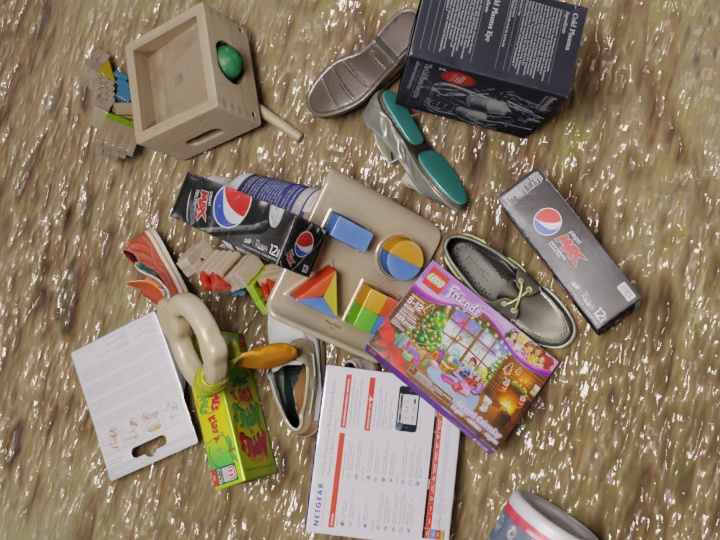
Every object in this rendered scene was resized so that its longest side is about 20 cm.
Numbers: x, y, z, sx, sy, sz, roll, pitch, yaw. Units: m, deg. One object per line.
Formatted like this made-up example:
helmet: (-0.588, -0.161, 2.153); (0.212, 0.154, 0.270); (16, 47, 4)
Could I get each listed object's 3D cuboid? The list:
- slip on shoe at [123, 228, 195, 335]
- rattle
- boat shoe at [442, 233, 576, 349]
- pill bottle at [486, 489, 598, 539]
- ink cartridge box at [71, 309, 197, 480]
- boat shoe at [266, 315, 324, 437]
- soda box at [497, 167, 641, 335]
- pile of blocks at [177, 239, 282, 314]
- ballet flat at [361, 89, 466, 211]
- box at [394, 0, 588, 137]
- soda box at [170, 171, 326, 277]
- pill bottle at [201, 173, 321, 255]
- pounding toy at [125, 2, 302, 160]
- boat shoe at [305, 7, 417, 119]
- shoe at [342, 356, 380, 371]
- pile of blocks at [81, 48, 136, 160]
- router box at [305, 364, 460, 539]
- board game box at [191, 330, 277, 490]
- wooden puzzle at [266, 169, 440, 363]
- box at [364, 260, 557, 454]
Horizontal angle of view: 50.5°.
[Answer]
slip on shoe: (-0.285, 0.029, 1.108); (0.061, 0.074, 0.201); (-27, 66, -17)
rattle: (-0.193, 0.053, 0.982); (0.142, 0.131, 0.200); (-30, 51, -20)
boat shoe: (0.181, 0.025, 0.956); (0.201, 0.060, 0.072); (41, 97, 20)
pill bottle: (0.181, 0.371, 0.876); (0.119, 0.119, 0.202); (29, 93, 20)
ink cartridge box: (-0.326, 0.181, 1.126); (0.161, 0.057, 0.203); (-25, 83, 14)
boat shoe: (-0.089, 0.123, 1.032); (0.074, 0.068, 0.203); (-23, 72, 17)
soda box: (0.251, -0.023, 0.924); (0.063, 0.071, 0.201); (-36, 71, 9)
pile of blocks: (-0.165, 0.020, 1.016); (0.197, 0.062, 0.083); (12, 131, 23)
ballet flat: (0.070, -0.151, 1.027); (0.064, 0.067, 0.201); (-43, 74, 39)
box: (0.145, -0.249, 0.909); (0.179, 0.200, 0.106); (13, 87, -1)
soda box: (-0.141, -0.059, 0.941); (0.198, 0.071, 0.064); (23, 89, 33)
pill bottle: (-0.125, -0.071, 1.052); (0.197, 0.111, 0.113); (15, 87, 20)
pounding toy: (-0.213, -0.259, 1.113); (0.198, 0.142, 0.187); (-17, 76, 27)
boat shoe: (0.016, -0.273, 1.056); (0.199, 0.068, 0.073); (-34, 81, 10)
shoe: (-0.016, 0.212, 1.002); (0.069, 0.053, 0.204); (5, 84, 20)
pile of blocks: (-0.391, -0.252, 1.208); (0.062, 0.081, 0.203); (-49, 51, 52)
router box: (0.031, 0.227, 0.949); (0.176, 0.049, 0.204); (8, 83, -3)
board game box: (-0.178, 0.186, 1.038); (0.047, 0.101, 0.203); (-20, 76, 14)
wooden puzzle: (0.000, 0.000, 0.972); (0.202, 0.184, 0.046); (-65, 26, -2)
box: (0.122, 0.104, 0.932); (0.199, 0.039, 0.137); (38, 74, 7)
